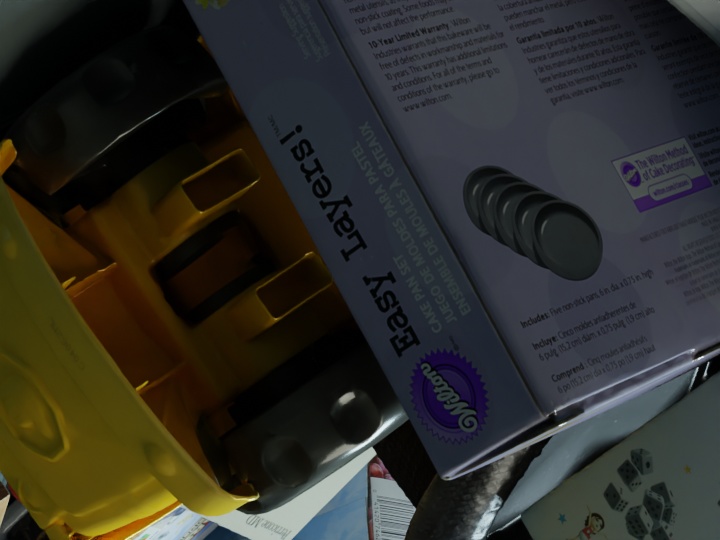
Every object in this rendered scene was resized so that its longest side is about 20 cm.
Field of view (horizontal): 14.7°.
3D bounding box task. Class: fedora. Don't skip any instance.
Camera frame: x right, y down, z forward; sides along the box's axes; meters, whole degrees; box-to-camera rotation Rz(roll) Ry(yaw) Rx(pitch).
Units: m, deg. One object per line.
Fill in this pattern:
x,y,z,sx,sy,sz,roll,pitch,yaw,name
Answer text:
0.069,0.031,0.964,0.200,0.092,0.201,-36,152,-22,fedora

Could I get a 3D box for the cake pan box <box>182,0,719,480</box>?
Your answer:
0.052,-0.052,0.815,0.052,0.184,0.200,-32,173,39,cake pan box

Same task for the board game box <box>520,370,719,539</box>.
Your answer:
0.167,0.039,0.871,0.147,0.064,0.200,-20,165,-44,board game box

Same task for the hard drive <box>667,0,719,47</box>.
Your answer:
0.146,-0.111,0.866,0.026,0.132,0.200,-10,148,40,hard drive

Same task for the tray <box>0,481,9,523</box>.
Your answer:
-0.192,0.140,1.024,0.099,0.037,0.200,-32,161,-32,tray

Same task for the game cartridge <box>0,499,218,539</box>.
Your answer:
-0.075,0.078,1.144,0.200,0.042,0.133,-43,160,3,game cartridge

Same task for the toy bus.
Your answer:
-0.042,0.005,0.883,0.200,0.136,0.192,-34,176,-36,toy bus

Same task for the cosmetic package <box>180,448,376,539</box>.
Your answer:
0.000,0.000,1.009,0.200,0.073,0.104,-47,152,6,cosmetic package

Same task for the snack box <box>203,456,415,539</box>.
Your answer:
0.029,0.150,1.269,0.200,0.068,0.169,13,154,-37,snack box
